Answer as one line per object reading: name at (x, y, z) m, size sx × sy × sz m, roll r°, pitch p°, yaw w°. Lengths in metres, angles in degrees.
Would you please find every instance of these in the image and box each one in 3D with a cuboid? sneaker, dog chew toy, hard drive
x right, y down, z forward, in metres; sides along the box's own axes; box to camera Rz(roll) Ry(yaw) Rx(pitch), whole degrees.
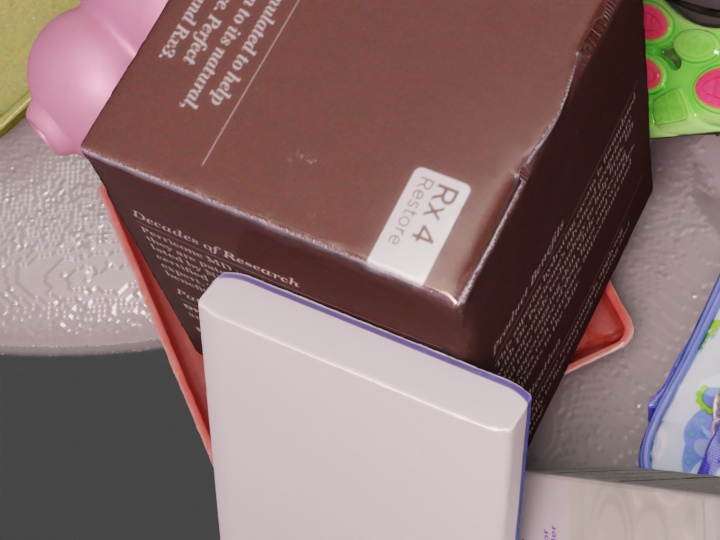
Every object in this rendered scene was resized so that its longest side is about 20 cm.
sneaker at (0.174, -0.089, 0.894) m, size 0.200 × 0.084 × 0.077 m, roll 14°, pitch 90°, yaw 43°
dog chew toy at (-0.075, -0.127, 0.921) m, size 0.200 × 0.125 × 0.125 m, roll -41°, pitch 64°, yaw -9°
hard drive at (0.001, 0.097, 0.778) m, size 0.132 × 0.200 × 0.025 m, roll 21°, pitch 50°, yaw 19°

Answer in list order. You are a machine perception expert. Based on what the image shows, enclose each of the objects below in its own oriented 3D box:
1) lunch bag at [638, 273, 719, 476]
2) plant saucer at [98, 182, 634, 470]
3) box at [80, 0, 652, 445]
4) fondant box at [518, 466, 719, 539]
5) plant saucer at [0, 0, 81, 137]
lunch bag at (0.217, 0.049, 0.825) m, size 0.161 × 0.082 × 0.200 m, roll 23°, pitch 70°, yaw 23°
plant saucer at (0.000, 0.000, 0.914) m, size 0.200 × 0.037 × 0.200 m, roll -25°, pitch 63°, yaw -2°
box at (0.015, -0.041, 0.799) m, size 0.164 × 0.200 × 0.166 m, roll 22°, pitch 70°, yaw 19°
fondant box at (0.119, 0.149, 0.707) m, size 0.058 × 0.200 × 0.145 m, roll -1°, pitch 87°, yaw -17°
plant saucer at (-0.187, -0.176, 1.027) m, size 0.200 × 0.048 × 0.200 m, roll -45°, pitch 66°, yaw -11°
